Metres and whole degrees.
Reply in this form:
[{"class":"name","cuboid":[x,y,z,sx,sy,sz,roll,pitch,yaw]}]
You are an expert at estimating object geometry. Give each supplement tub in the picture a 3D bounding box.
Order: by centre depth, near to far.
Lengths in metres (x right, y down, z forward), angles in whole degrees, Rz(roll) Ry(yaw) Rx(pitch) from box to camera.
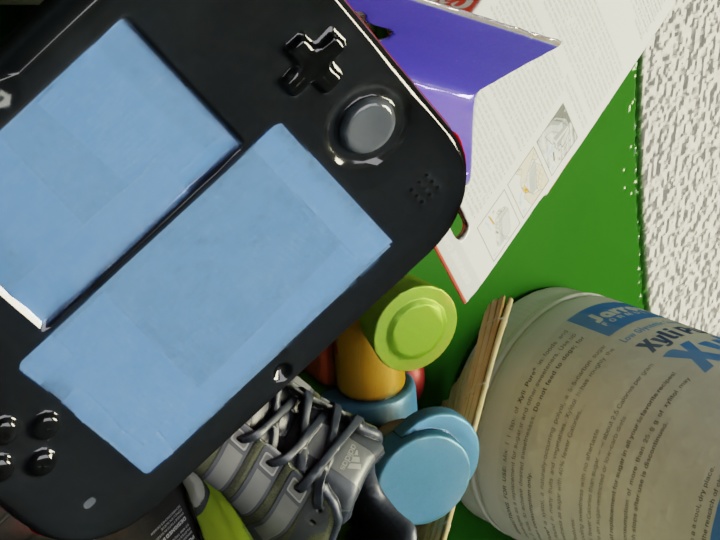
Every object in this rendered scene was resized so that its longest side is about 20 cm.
[{"class":"supplement tub","cuboid":[0.153,0.094,1.108,0.132,0.200,0.132,-20,120,-40]}]

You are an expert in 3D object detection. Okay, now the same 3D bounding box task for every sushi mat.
[{"class":"sushi mat","cuboid":[0.031,0.106,1.027,0.200,0.012,0.096,-71,-178,-45]}]

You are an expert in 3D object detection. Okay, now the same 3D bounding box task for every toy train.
[{"class":"toy train","cuboid":[0.000,0.000,0.964,0.084,0.116,0.200,-14,117,-22]}]

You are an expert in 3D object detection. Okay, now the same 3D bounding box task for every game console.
[{"class":"game console","cuboid":[-0.071,-0.012,0.761,0.200,0.031,0.177,-43,136,0]}]

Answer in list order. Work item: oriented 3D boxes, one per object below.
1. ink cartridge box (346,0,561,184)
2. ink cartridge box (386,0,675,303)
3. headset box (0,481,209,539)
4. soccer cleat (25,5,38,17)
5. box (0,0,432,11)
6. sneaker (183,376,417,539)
[{"class":"ink cartridge box","cuboid":[-0.057,-0.049,0.849,0.198,0.200,0.044,10,64,-47]},{"class":"ink cartridge box","cuboid":[0.062,-0.095,1.034,0.200,0.050,0.109,-54,136,-26]},{"class":"headset box","cuboid":[-0.131,0.136,0.925,0.149,0.075,0.200,-42,131,-28]},{"class":"soccer cleat","cuboid":[-0.055,-0.159,0.901,0.068,0.073,0.200,39,93,-21]},{"class":"box","cuboid":[-0.074,-0.143,0.813,0.199,0.078,0.095,0,108,-19]},{"class":"sneaker","cuboid":[-0.036,0.058,0.888,0.200,0.081,0.074,56,49,-46]}]
